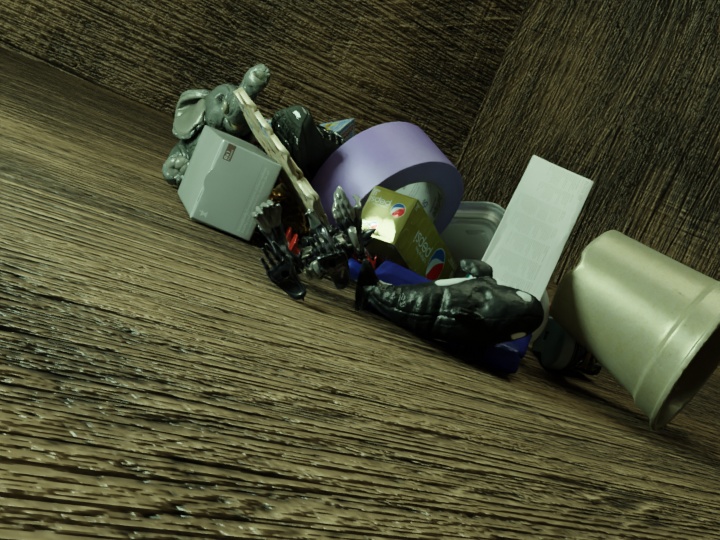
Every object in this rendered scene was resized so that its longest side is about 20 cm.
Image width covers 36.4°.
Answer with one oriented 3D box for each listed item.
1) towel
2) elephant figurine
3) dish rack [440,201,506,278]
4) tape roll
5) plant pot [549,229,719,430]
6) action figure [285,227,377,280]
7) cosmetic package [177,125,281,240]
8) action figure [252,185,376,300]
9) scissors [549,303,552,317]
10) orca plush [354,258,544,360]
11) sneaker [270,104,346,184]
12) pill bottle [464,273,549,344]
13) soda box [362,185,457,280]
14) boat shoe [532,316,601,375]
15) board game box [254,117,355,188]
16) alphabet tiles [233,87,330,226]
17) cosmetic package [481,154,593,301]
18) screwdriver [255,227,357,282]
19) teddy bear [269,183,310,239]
[{"bbox_3d":[0.094,0.057,1.246,0.199,0.050,0.148,26,13,9],"label":"towel"},{"bbox_3d":[-0.199,-0.206,1.573,0.155,0.201,0.141,20,7,18],"label":"elephant figurine"},{"bbox_3d":[0.135,-0.022,1.560,0.199,0.044,0.172,3,-47,35],"label":"dish rack"},{"bbox_3d":[0.031,-0.092,1.446,0.200,0.200,0.085,16,32,-53],"label":"tape roll"},{"bbox_3d":[0.337,0.054,1.304,0.183,0.201,0.200,39,12,25],"label":"plant pot"},{"bbox_3d":[0.000,0.000,1.353,0.200,0.052,0.065,25,2,-20],"label":"action figure"},{"bbox_3d":[-0.171,-0.115,1.391,0.090,0.107,0.200,22,8,-20],"label":"cosmetic package"},{"bbox_3d":[-0.047,-0.035,1.149,0.118,0.102,0.200,-16,11,5],"label":"action figure"},{"bbox_3d":[0.314,0.076,1.484,0.200,0.014,0.073,21,-7,30],"label":"scissors"},{"bbox_3d":[0.094,0.030,1.132,0.199,0.106,0.071,23,-4,2],"label":"orca plush"},{"bbox_3d":[-0.059,-0.159,1.415,0.076,0.091,0.200,59,-10,20],"label":"sneaker"},{"bbox_3d":[0.182,0.039,1.411,0.111,0.111,0.200,24,6,4],"label":"pill bottle"},{"bbox_3d":[0.060,-0.027,1.397,0.064,0.068,0.200,20,-16,28],"label":"soda box"},{"bbox_3d":[0.288,0.102,1.449,0.091,0.071,0.200,20,4,1],"label":"boat shoe"},{"bbox_3d":[-0.082,-0.158,1.679,0.200,0.200,0.062,26,41,16],"label":"board game box"},{"bbox_3d":[-0.094,-0.133,1.343,0.200,0.015,0.196,56,-6,27],"label":"alphabet tiles"},{"bbox_3d":[0.202,-0.036,1.301,0.082,0.200,0.051,25,-29,10],"label":"cosmetic package"},{"bbox_3d":[-0.075,-0.031,1.422,0.200,0.028,0.029,29,-22,26],"label":"screwdriver"},{"bbox_3d":[-0.092,-0.092,1.572,0.145,0.067,0.200,54,16,27],"label":"teddy bear"}]
